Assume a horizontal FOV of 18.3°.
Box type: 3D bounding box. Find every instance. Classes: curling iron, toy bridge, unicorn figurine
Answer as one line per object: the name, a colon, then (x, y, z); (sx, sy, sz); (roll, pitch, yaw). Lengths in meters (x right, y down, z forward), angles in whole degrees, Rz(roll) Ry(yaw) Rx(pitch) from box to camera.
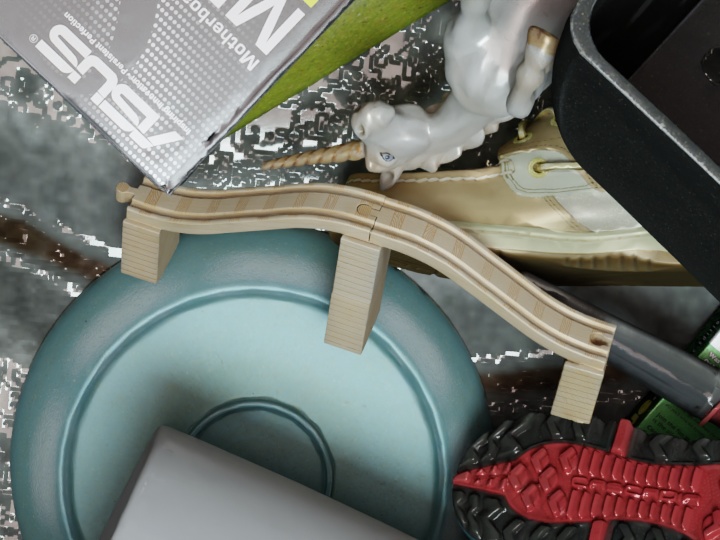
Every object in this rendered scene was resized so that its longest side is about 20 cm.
curling iron: (0.139, 0.061, 0.882); (0.200, 0.026, 0.050); (36, 98, -15)
toy bridge: (0.000, 0.000, 0.847); (0.199, 0.027, 0.067); (18, 139, 7)
unicorn figurine: (0.053, -0.099, 0.797); (0.074, 0.137, 0.200); (41, 85, 6)

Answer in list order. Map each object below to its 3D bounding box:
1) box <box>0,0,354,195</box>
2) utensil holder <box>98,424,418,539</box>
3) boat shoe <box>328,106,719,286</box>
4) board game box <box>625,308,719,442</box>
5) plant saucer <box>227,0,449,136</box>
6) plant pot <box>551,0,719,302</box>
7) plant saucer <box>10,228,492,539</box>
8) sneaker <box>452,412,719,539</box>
box: (-0.087, -0.153, 0.811); (0.200, 0.044, 0.160); (44, 93, -9)
utensil holder: (-0.019, 0.169, 0.827); (0.199, 0.170, 0.170); (27, 96, -4)
boat shoe: (0.088, -0.030, 0.880); (0.199, 0.074, 0.067); (2, 81, 0)
board game box: (0.204, 0.103, 0.926); (0.200, 0.023, 0.105); (40, 97, -9)
plant saucer: (-0.049, -0.167, 0.858); (0.199, 0.048, 0.200); (-31, 99, 2)
plant pot: (0.179, -0.061, 0.763); (0.200, 0.177, 0.200); (44, 77, -2)
plant saucer: (-0.043, 0.082, 0.907); (0.199, 0.027, 0.201); (-1, 99, -4)
sneaker: (0.139, 0.110, 0.869); (0.199, 0.096, 0.080); (14, 65, 26)
